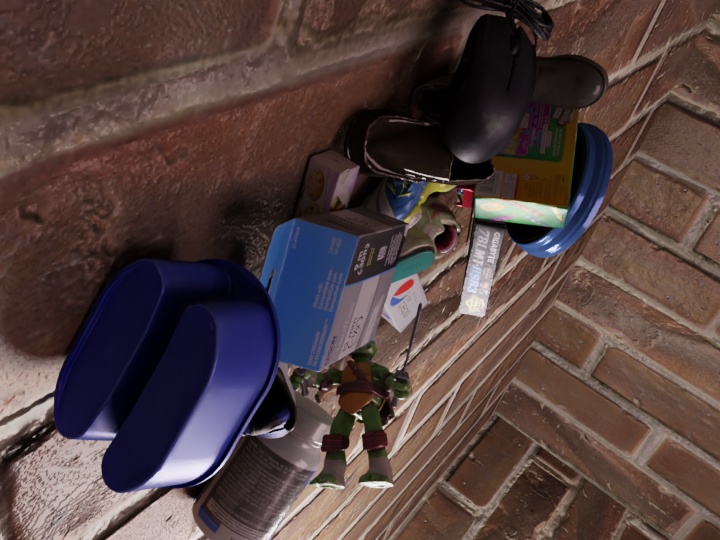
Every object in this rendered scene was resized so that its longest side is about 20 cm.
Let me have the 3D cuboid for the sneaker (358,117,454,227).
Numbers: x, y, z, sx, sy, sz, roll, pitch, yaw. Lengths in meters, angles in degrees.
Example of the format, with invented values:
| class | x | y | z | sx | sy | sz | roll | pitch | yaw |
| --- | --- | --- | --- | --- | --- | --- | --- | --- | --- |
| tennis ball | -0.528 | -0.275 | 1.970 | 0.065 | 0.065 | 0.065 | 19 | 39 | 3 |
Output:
| class | x | y | z | sx | sy | sz | roll | pitch | yaw |
| --- | --- | --- | --- | --- | --- | --- | --- | --- | --- |
| sneaker | 0.055 | -0.124 | 0.840 | 0.200 | 0.075 | 0.106 | -41 | 136 | -34 |

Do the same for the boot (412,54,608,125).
| class | x | y | z | sx | sy | sz | roll | pitch | yaw |
| --- | --- | --- | --- | --- | --- | --- | --- | --- | --- |
| boot | 0.183 | -0.215 | 0.830 | 0.200 | 0.181 | 0.073 | -34 | 131 | -52 |

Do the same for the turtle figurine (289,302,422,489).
| class | x | y | z | sx | sy | sz | roll | pitch | yaw |
| --- | --- | --- | --- | --- | --- | --- | --- | --- | --- |
| turtle figurine | -0.015 | 0.154 | 0.834 | 0.200 | 0.143 | 0.195 | 115 | -22 | -63 |

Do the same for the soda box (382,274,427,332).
| class | x | y | z | sx | sy | sz | roll | pitch | yaw |
| --- | --- | --- | --- | --- | --- | --- | --- | --- | --- |
| soda box | 0.043 | 0.022 | 1.000 | 0.068 | 0.064 | 0.200 | -46 | 159 | -6 |

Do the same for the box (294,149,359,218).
| class | x | y | z | sx | sy | sz | roll | pitch | yaw |
| --- | --- | --- | --- | --- | --- | --- | --- | --- | --- |
| box | -0.052 | -0.032 | 0.752 | 0.039 | 0.041 | 0.201 | -31 | 149 | -50 |

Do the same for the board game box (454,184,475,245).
| class | x | y | z | sx | sy | sz | roll | pitch | yaw |
| --- | --- | --- | --- | --- | --- | --- | --- | --- | --- |
| board game box | 0.155 | -0.140 | 1.029 | 0.158 | 0.039 | 0.201 | -68 | 165 | -54 |

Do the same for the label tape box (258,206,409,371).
| class | x | y | z | sx | sy | sz | roll | pitch | yaw |
| --- | --- | --- | --- | --- | --- | --- | --- | --- | --- |
| label tape box | -0.031 | 0.019 | 0.692 | 0.200 | 0.066 | 0.144 | -23 | 133 | -66 |

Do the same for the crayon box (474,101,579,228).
| class | x | y | z | sx | sy | sz | roll | pitch | yaw |
| --- | --- | --- | --- | --- | --- | --- | --- | --- | --- |
| crayon box | 0.224 | -0.162 | 0.924 | 0.058 | 0.118 | 0.201 | 70 | 30 | -64 |

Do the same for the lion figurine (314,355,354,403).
| class | x | y | z | sx | sy | sz | roll | pitch | yaw |
| --- | --- | --- | --- | --- | --- | --- | --- | --- | --- |
| lion figurine | -0.016 | 0.116 | 0.993 | 0.122 | 0.073 | 0.201 | -21 | 150 | -34 |

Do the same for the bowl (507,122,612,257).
| class | x | y | z | sx | sy | sz | roll | pitch | yaw |
| --- | --- | --- | --- | --- | --- | --- | --- | --- | --- |
| bowl | 0.276 | -0.119 | 0.996 | 0.201 | 0.039 | 0.201 | -56 | -158 | 38 |

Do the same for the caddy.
| class | x | y | z | sx | sy | sz | roll | pitch | yaw |
| --- | --- | --- | --- | --- | --- | --- | --- | --- | --- |
| caddy | -0.150 | 0.084 | 0.566 | 0.201 | 0.141 | 0.105 | -58 | 156 | 8 |

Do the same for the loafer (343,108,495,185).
| class | x | y | z | sx | sy | sz | roll | pitch | yaw |
| --- | --- | --- | --- | --- | --- | --- | --- | --- | --- |
| loafer | 0.072 | -0.132 | 0.757 | 0.199 | 0.071 | 0.074 | -1 | 104 | -37 |

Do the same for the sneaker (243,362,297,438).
| class | x | y | z | sx | sy | sz | roll | pitch | yaw |
| --- | --- | --- | --- | --- | --- | --- | --- | --- | --- |
| sneaker | -0.110 | 0.142 | 0.753 | 0.080 | 0.116 | 0.200 | -4 | 136 | -7 |

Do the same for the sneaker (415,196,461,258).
| class | x | y | z | sx | sy | sz | roll | pitch | yaw |
| --- | --- | --- | --- | --- | --- | --- | --- | --- | --- |
| sneaker | 0.101 | -0.053 | 0.989 | 0.082 | 0.088 | 0.200 | -62 | 159 | 16 |

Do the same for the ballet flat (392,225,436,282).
| class | x | y | z | sx | sy | sz | roll | pitch | yaw |
| --- | --- | --- | --- | --- | --- | --- | --- | --- | --- |
| ballet flat | 0.000 | 0.000 | 0.873 | 0.199 | 0.063 | 0.068 | -22 | 146 | -13 |

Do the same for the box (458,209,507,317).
| class | x | y | z | sx | sy | sz | roll | pitch | yaw |
| --- | --- | --- | --- | --- | --- | --- | --- | --- | --- |
| box | 0.192 | -0.068 | 1.054 | 0.201 | 0.049 | 0.199 | 90 | 14 | -48 |

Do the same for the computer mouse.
| class | x | y | z | sx | sy | sz | roll | pitch | yaw |
| --- | --- | --- | --- | --- | --- | --- | --- | --- | --- |
| computer mouse | 0.142 | -0.212 | 0.728 | 0.138 | 0.053 | 0.202 | 19 | 83 | -25 |

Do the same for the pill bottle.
| class | x | y | z | sx | sy | sz | roll | pitch | yaw |
| --- | --- | --- | --- | --- | --- | --- | --- | --- | --- |
| pill bottle | -0.124 | 0.263 | 0.923 | 0.201 | 0.113 | 0.114 | -56 | 159 | 0 |
